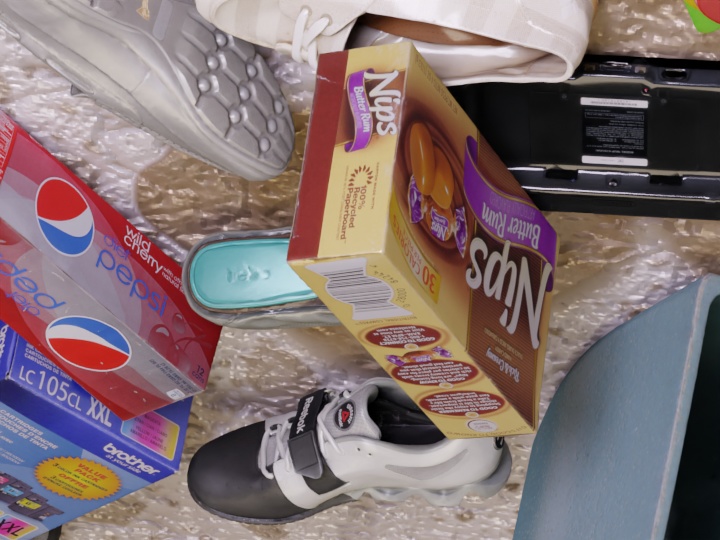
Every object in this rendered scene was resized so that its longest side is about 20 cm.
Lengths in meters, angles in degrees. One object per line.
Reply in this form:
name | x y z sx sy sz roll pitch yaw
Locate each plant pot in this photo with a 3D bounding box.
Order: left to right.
plant pot | 0.190 0.145 1.598 0.196 0.197 0.200 27 153 -26

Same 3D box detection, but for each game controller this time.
game controller | 0.131 -0.069 1.422 0.199 0.042 0.105 3 132 8

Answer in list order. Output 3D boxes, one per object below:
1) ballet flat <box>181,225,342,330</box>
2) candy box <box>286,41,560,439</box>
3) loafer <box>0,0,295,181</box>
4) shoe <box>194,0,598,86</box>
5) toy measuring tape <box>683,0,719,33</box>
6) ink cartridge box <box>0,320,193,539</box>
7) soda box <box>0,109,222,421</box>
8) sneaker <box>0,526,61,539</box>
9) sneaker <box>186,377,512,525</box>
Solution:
ballet flat | 0.000 0.000 1.541 0.199 0.068 0.064 -2 173 17
candy box | 0.035 -0.010 1.372 0.056 0.117 0.200 -6 149 26
loafer | -0.114 -0.110 1.388 0.070 0.070 0.200 -19 130 43
shoe | 0.014 -0.123 1.344 0.199 0.054 0.070 4 147 8
toy measuring tape | 0.161 -0.168 1.229 0.073 0.074 0.200 -6 144 22
ink cartridge box | -0.195 0.084 1.690 0.136 0.077 0.200 31 139 -30
soda box | -0.167 -0.003 1.543 0.070 0.064 0.200 -20 130 36
sneaker | -0.291 0.168 1.835 0.199 0.080 0.074 -1 148 17
sneaker | -0.013 0.099 1.675 0.199 0.074 0.089 -8 145 8
